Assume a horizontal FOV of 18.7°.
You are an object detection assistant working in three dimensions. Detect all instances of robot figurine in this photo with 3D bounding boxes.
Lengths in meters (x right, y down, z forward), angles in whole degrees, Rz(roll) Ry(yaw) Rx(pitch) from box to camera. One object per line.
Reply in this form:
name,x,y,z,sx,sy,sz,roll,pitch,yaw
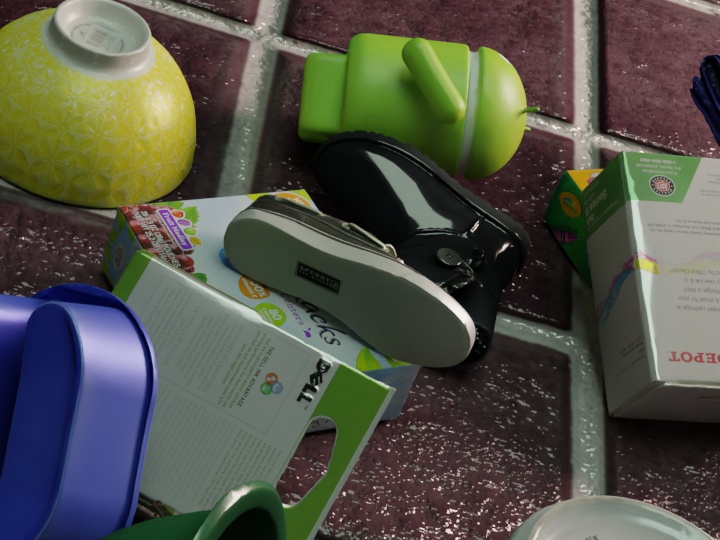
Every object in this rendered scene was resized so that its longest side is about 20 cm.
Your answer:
robot figurine,0.049,-0.137,1.845,0.200,0.116,0.175,6,-7,-2

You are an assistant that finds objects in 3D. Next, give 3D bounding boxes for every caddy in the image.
caddy,-0.205,0.103,1.381,0.141,0.200,0.105,6,-8,30

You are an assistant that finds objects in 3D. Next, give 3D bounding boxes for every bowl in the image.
bowl,-0.218,-0.154,1.757,0.200,0.108,0.200,14,37,-11

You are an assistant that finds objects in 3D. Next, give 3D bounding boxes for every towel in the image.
towel,0.373,-0.090,1.944,0.200,0.050,0.148,39,23,-32

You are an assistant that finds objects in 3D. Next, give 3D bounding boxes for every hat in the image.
hat,-0.165,0.188,1.345,0.176,0.166,0.200,16,12,20

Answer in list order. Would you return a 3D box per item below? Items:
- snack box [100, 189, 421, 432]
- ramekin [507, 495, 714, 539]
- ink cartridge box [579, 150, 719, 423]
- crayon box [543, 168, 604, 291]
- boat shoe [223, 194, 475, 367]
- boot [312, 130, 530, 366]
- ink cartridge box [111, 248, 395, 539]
snack box,-0.076,0.031,1.630,0.168,0.068,0.200,-6,47,-33
ramekin,0.157,0.231,1.344,0.200,0.105,0.200,13,38,-11
ink cartridge box,0.266,0.016,1.745,0.145,0.088,0.200,4,64,-21
crayon box,0.273,-0.032,1.887,0.200,0.058,0.119,-3,43,-29
boat shoe,0.000,0.000,1.595,0.200,0.071,0.064,29,37,9
boot,0.032,-0.019,1.737,0.200,0.076,0.168,31,34,2
ink cartridge box,-0.097,0.101,1.468,0.200,0.076,0.148,28,78,8
